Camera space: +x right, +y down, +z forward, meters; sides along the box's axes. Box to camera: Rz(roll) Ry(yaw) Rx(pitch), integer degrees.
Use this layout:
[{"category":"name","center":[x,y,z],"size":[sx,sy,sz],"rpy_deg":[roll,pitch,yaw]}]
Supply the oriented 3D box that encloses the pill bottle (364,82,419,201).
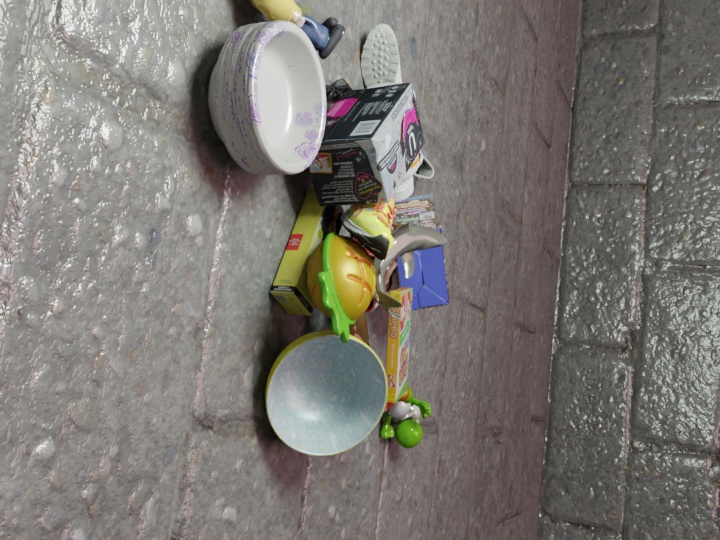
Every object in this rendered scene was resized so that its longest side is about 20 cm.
[{"category":"pill bottle","center":[0.055,-0.237,1.379],"size":[0.113,0.109,0.204],"rpy_deg":[-56,147,-46]}]

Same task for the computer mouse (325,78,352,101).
[{"category":"computer mouse","center":[-0.029,-0.235,1.302],"size":[0.110,0.043,0.205],"rpy_deg":[-49,129,-57]}]

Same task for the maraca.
[{"category":"maraca","center":[-0.031,0.022,1.113],"size":[0.201,0.105,0.139],"rpy_deg":[-78,147,-62]}]

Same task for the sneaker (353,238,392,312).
[{"category":"sneaker","center":[0.012,-0.023,1.371],"size":[0.108,0.066,0.206],"rpy_deg":[-53,140,-52]}]

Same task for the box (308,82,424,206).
[{"category":"box","center":[0.012,-0.203,1.184],"size":[0.201,0.129,0.117],"rpy_deg":[-60,142,-46]}]

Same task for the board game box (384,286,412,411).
[{"category":"board game box","center":[0.065,0.135,1.261],"size":[0.095,0.029,0.206],"rpy_deg":[-11,107,-75]}]

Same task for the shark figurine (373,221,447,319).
[{"category":"shark figurine","center":[0.060,-0.031,1.185],"size":[0.216,0.127,0.090],"rpy_deg":[-55,176,-40]}]

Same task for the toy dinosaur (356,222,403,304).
[{"category":"toy dinosaur","center":[0.000,0.000,1.298],"size":[0.086,0.195,0.139],"rpy_deg":[117,-44,-82]}]

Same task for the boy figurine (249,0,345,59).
[{"category":"boy figurine","center":[-0.117,-0.388,1.046],"size":[0.198,0.065,0.125],"rpy_deg":[32,18,-33]}]

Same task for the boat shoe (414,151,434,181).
[{"category":"boat shoe","center":[0.099,-0.238,1.527],"size":[0.199,0.064,0.076],"rpy_deg":[17,78,-62]}]

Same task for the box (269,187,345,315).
[{"category":"box","center":[-0.083,-0.033,1.199],"size":[0.076,0.049,0.204],"rpy_deg":[54,46,-51]}]

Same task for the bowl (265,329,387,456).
[{"category":"bowl","center":[-0.063,0.180,1.172],"size":[0.108,0.195,0.205],"rpy_deg":[-137,-142,-67]}]

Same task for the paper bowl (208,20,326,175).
[{"category":"paper bowl","center":[-0.134,-0.236,1.018],"size":[0.199,0.102,0.207],"rpy_deg":[-8,99,-63]}]

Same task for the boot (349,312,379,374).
[{"category":"boot","center":[0.007,0.140,1.230],"size":[0.073,0.074,0.205],"rpy_deg":[-29,122,-45]}]

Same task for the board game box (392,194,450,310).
[{"category":"board game box","center":[0.112,-0.039,1.452],"size":[0.201,0.094,0.163],"rpy_deg":[-93,174,-67]}]

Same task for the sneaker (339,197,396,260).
[{"category":"sneaker","center":[0.022,-0.085,1.159],"size":[0.078,0.200,0.090],"rpy_deg":[42,95,-21]}]

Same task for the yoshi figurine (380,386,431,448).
[{"category":"yoshi figurine","center":[0.088,0.306,1.526],"size":[0.113,0.111,0.201],"rpy_deg":[-58,147,-18]}]

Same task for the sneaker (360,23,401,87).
[{"category":"sneaker","center":[0.048,-0.375,1.424],"size":[0.081,0.074,0.205],"rpy_deg":[-60,149,-60]}]
